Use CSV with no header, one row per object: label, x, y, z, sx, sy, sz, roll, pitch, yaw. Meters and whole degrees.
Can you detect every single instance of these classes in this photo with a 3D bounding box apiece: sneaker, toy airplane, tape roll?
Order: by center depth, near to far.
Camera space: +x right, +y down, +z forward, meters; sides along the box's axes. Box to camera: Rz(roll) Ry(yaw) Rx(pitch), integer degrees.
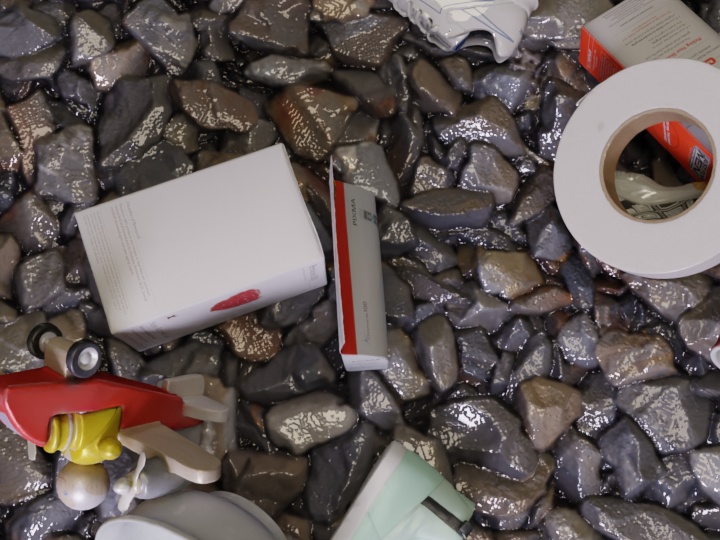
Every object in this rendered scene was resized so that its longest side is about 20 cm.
toy airplane,-0.216,0.141,0.849,0.199,0.200,0.142,20,83,-5
sneaker,0.025,0.270,0.878,0.118,0.074,0.201,33,80,4
tape roll,0.276,-0.094,0.893,0.202,0.037,0.204,-6,79,33
sneaker,0.306,-0.040,0.932,0.199,0.076,0.088,11,85,35
sneaker,0.081,-0.278,1.001,0.199,0.075,0.087,17,83,3

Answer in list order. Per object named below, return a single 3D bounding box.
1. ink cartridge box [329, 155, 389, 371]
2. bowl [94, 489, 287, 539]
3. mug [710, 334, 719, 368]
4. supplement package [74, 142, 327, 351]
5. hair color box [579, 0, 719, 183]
ink cartridge box,0.000,0.000,0.871,0.047,0.200,0.161,-4,78,-1
bowl,-0.124,0.257,0.840,0.201,0.201,0.090,35,47,6
mug,0.444,0.013,0.908,0.177,0.133,0.201,12,70,33
supplement package,-0.143,-0.018,0.913,0.199,0.121,0.120,-20,78,-5
hair color box,0.318,-0.187,0.962,0.101,0.061,0.200,-31,62,-7
